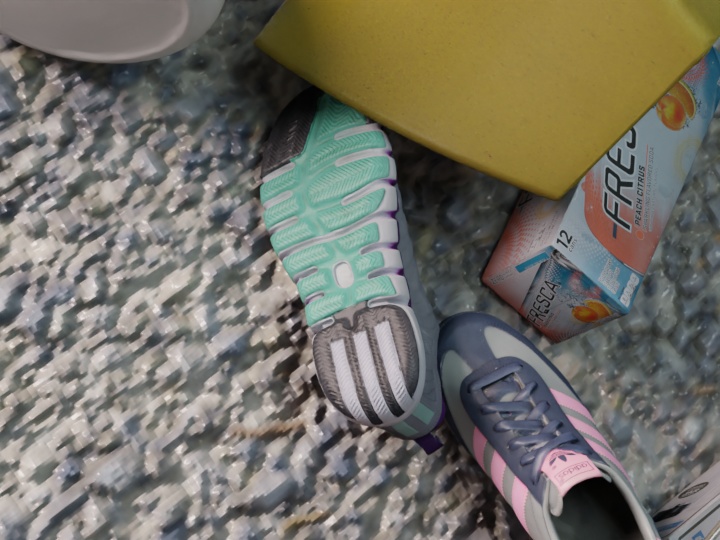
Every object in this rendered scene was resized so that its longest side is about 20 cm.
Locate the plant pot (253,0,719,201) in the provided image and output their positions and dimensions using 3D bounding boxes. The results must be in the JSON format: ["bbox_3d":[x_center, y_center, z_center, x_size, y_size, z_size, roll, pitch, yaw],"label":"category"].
[{"bbox_3d":[0.098,-0.160,1.192,0.176,0.200,0.200,42,39,-2],"label":"plant pot"}]

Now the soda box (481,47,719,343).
[{"bbox_3d":[0.144,-0.057,1.309,0.064,0.068,0.200,39,55,-18],"label":"soda box"}]

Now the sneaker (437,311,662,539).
[{"bbox_3d":[0.101,0.095,1.179,0.070,0.082,0.200,-33,72,-9],"label":"sneaker"}]

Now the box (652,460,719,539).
[{"bbox_3d":[0.239,0.159,1.299,0.200,0.060,0.117,-29,90,-40],"label":"box"}]

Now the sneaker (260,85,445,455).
[{"bbox_3d":[0.000,0.000,1.200,0.088,0.074,0.201,47,30,-58],"label":"sneaker"}]

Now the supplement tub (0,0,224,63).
[{"bbox_3d":[-0.124,-0.218,1.132,0.140,0.140,0.201,22,60,-28],"label":"supplement tub"}]

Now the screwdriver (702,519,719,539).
[{"bbox_3d":[0.156,0.181,1.197,0.200,0.028,0.029,-43,63,-10],"label":"screwdriver"}]
